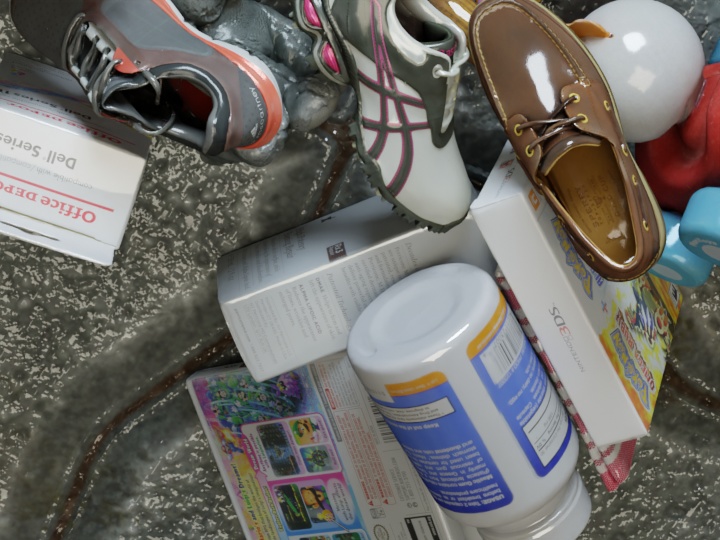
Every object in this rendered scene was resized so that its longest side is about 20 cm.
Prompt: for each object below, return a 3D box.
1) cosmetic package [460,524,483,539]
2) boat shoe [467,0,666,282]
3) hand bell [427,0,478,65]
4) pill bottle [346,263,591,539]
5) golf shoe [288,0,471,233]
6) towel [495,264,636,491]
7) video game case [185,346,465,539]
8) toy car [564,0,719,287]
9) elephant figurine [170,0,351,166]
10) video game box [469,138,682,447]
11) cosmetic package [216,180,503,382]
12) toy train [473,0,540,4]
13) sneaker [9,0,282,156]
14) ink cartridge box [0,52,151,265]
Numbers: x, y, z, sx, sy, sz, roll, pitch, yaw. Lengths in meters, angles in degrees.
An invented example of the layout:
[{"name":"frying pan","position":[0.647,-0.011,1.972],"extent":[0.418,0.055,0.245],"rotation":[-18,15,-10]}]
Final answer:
[{"name":"cosmetic package","position":[0.076,0.152,1.184],"extent":[0.101,0.074,0.201],"rotation":[-5,111,-2]},{"name":"boat shoe","position":[0.129,-0.085,0.957],"extent":[0.072,0.068,0.201],"rotation":[-29,90,13]},{"name":"hand bell","position":[0.028,-0.198,1.010],"extent":[0.104,0.104,0.200],"rotation":[-45,84,10]},{"name":"pill bottle","position":[0.082,0.104,1.058],"extent":[0.112,0.112,0.200],"rotation":[-28,117,5]},{"name":"golf shoe","position":[0.033,-0.110,0.990],"extent":[0.088,0.077,0.200],"rotation":[-13,121,31]},{"name":"towel","position":[0.156,0.043,1.127],"extent":[0.030,0.146,0.201],"rotation":[-19,112,27]},{"name":"video game case","position":[-0.023,0.155,1.152],"extent":[0.181,0.024,0.201],"rotation":[-12,105,32]},{"name":"toy car","position":[0.199,-0.119,1.043],"extent":[0.199,0.177,0.185],"rotation":[27,79,-7]},{"name":"elephant figurine","position":[-0.105,-0.174,1.026],"extent":[0.155,0.142,0.200],"rotation":[-40,108,6]},{"name":"video game box","position":[0.158,-0.009,1.085],"extent":[0.047,0.182,0.201],"rotation":[-18,113,31]},{"name":"cosmetic package","position":[0.000,0.000,1.116],"extent":[0.199,0.102,0.074],"rotation":[-23,112,1]},{"name":"toy train","position":[0.147,-0.196,1.039],"extent":[0.200,0.056,0.150],"rotation":[-31,130,25]},{"name":"sneaker","position":[-0.145,-0.130,0.948],"extent":[0.199,0.082,0.077],"rotation":[26,121,18]},{"name":"ink cartridge box","position":[-0.200,-0.077,1.017],"extent":[0.117,0.200,0.068],"rotation":[18,107,-12]}]
